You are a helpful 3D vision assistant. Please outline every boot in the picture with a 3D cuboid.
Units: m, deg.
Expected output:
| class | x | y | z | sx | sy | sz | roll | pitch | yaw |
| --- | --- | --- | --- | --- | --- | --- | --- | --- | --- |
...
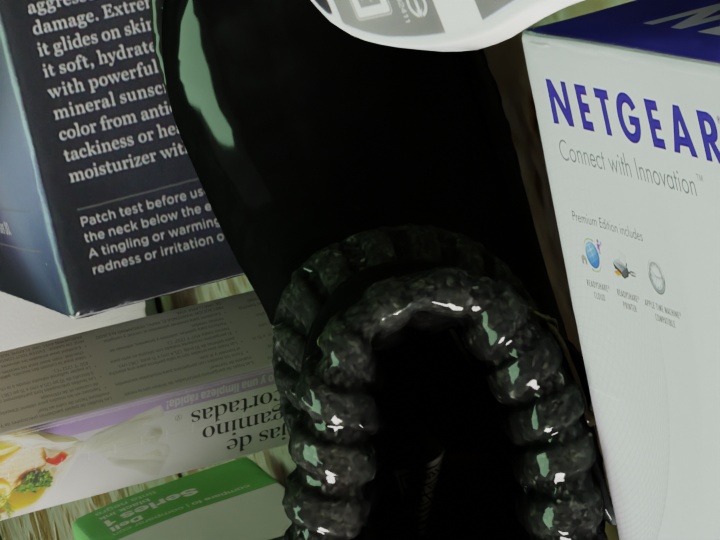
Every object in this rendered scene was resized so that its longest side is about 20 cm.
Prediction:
| class | x | y | z | sx | sy | sz | roll | pitch | yaw |
| --- | --- | --- | --- | --- | --- | --- | --- | --- | --- |
| boot | 0.003 | -0.001 | 0.576 | 0.211 | 0.079 | 0.158 | 64 | -170 | 1 |

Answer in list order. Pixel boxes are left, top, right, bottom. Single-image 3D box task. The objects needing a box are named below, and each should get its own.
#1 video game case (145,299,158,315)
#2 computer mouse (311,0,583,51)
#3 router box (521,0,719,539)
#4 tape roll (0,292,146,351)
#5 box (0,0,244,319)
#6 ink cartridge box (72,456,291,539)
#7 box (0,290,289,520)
| class | x | y | z | sx | sy | sz | roll | pitch | yaw |
| --- | --- | --- | --- | --- | --- | --- | --- | --- | --- |
| video game case | -0.141 | -0.040 | 1.216 | 0.182 | 0.023 | 0.200 | -167 | 61 | -72 |
| computer mouse | 0.050 | -0.084 | 0.404 | 0.200 | 0.044 | 0.110 | -2 | 115 | 53 |
| router box | 0.102 | 0.046 | 0.424 | 0.200 | 0.049 | 0.180 | -155 | 51 | -70 |
| tape roll | -0.190 | -0.002 | 1.124 | 0.203 | 0.139 | 0.203 | 163 | 90 | -75 |
| box | -0.077 | -0.099 | 0.758 | 0.200 | 0.123 | 0.199 | -173 | 69 | -73 |
| ink cartridge box | -0.032 | 0.170 | 0.934 | 0.200 | 0.084 | 0.146 | -154 | 49 | -69 |
| box | -0.089 | 0.046 | 0.795 | 0.041 | 0.200 | 0.039 | -123 | 26 | -43 |
